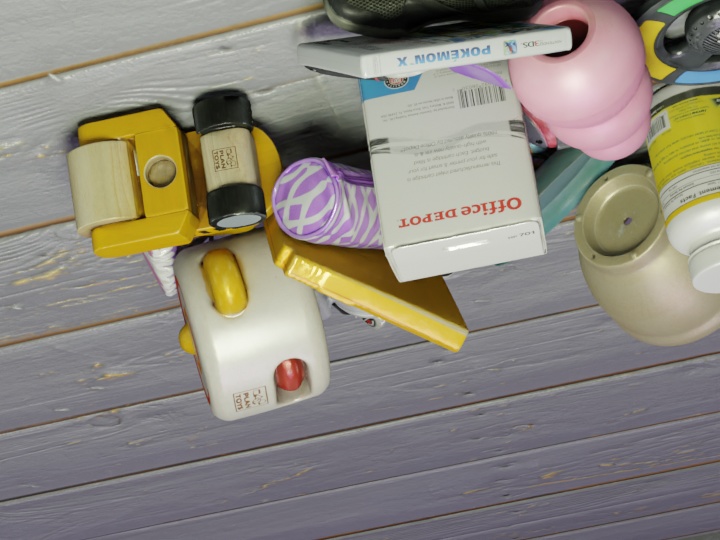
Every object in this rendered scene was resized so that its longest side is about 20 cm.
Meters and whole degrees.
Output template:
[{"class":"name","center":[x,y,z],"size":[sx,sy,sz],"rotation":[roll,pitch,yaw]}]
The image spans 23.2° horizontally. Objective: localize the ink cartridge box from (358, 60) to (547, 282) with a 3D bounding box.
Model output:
[{"class":"ink cartridge box","center":[0.084,-0.105,1.629],"size":[0.146,0.201,0.086],"rotation":[-10,156,6]}]

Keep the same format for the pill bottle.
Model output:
[{"class":"pill bottle","center":[0.355,-0.085,1.765],"size":[0.112,0.201,0.113],"rotation":[-7,157,-3]}]

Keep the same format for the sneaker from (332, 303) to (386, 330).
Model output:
[{"class":"sneaker","center":[0.001,0.022,2.033],"size":[0.199,0.089,0.074],"rotation":[5,154,-26]}]

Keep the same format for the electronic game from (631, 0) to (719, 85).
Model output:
[{"class":"electronic game","center":[0.342,-0.228,1.636],"size":[0.199,0.042,0.200],"rotation":[-7,156,-3]}]

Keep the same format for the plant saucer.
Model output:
[{"class":"plant saucer","center":[0.201,-0.084,1.823],"size":[0.200,0.027,0.200],"rotation":[-42,167,-12]}]

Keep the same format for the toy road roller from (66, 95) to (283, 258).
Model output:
[{"class":"toy road roller","center":[-0.173,-0.081,1.706],"size":[0.199,0.123,0.146],"rotation":[-10,168,4]}]

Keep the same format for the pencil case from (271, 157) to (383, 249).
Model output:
[{"class":"pencil case","center":[-0.001,-0.065,1.709],"size":[0.085,0.084,0.200],"rotation":[-37,161,27]}]

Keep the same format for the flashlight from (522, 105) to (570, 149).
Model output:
[{"class":"flashlight","center":[0.120,-0.140,1.730],"size":[0.199,0.068,0.068],"rotation":[-11,155,2]}]

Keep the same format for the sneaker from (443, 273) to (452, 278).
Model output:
[{"class":"sneaker","center":[0.096,-0.046,1.867],"size":[0.082,0.072,0.200],"rotation":[8,156,20]}]

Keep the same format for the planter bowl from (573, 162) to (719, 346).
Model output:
[{"class":"planter bowl","center":[0.314,-0.034,1.887],"size":[0.200,0.201,0.135],"rotation":[-24,145,31]}]

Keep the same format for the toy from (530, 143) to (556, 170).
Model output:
[{"class":"toy","center":[0.159,-0.100,1.857],"size":[0.115,0.047,0.200],"rotation":[1,154,-17]}]

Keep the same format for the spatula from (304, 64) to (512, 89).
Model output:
[{"class":"spatula","center":[0.038,-0.182,1.590],"size":[0.199,0.021,0.056],"rotation":[4,169,23]}]

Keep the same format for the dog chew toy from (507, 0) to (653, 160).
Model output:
[{"class":"dog chew toy","center":[0.212,-0.167,1.613],"size":[0.124,0.125,0.200],"rotation":[-16,149,17]}]

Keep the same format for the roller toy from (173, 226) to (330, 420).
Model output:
[{"class":"roller toy","center":[-0.117,0.055,1.790],"size":[0.139,0.183,0.200],"rotation":[-16,-170,-9]}]

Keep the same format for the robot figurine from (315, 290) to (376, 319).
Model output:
[{"class":"robot figurine","center":[0.002,-0.018,1.908],"size":[0.170,0.113,0.200],"rotation":[-43,153,-4]}]

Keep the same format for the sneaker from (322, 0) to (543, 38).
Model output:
[{"class":"sneaker","center":[0.069,-0.251,1.455],"size":[0.198,0.077,0.114],"rotation":[-6,155,-13]}]

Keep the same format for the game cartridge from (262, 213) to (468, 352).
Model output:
[{"class":"game cartridge","center":[0.000,0.000,1.724],"size":[0.199,0.176,0.033],"rotation":[23,106,-16]}]

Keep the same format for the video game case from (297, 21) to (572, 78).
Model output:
[{"class":"video game case","center":[0.058,-0.190,1.494],"size":[0.181,0.022,0.200],"rotation":[-10,-168,-15]}]

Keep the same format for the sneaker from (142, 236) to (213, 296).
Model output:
[{"class":"sneaker","center":[-0.191,-0.038,1.856],"size":[0.088,0.081,0.200],"rotation":[-30,165,-11]}]
